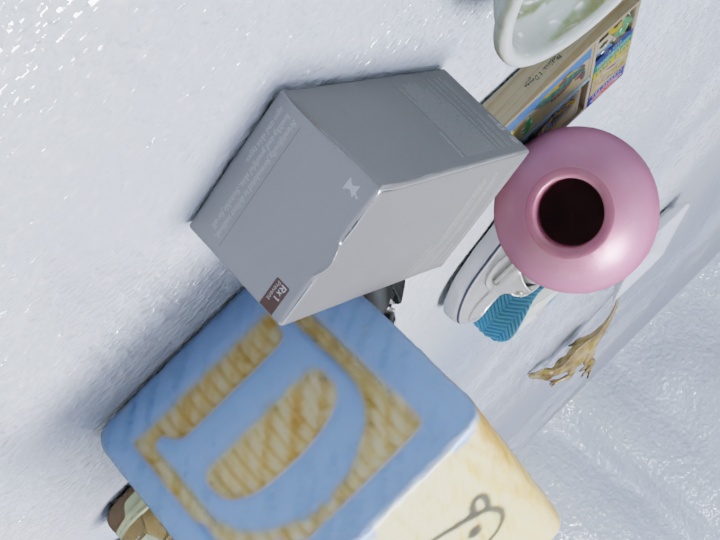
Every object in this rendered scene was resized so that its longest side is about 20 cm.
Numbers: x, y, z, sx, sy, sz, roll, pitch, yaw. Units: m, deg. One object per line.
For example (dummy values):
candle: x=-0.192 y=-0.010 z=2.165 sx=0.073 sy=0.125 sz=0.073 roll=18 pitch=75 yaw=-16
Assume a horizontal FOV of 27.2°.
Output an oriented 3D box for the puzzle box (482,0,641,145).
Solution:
puzzle box: x=0.128 y=-0.118 z=1.119 sx=0.200 sy=0.025 sz=0.133 roll=-43 pitch=166 yaw=-8

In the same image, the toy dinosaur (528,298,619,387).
toy dinosaur: x=0.340 y=0.120 z=2.260 sx=0.200 sy=0.058 sz=0.101 roll=-41 pitch=164 yaw=-14

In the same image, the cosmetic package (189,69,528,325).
cosmetic package: x=0.005 y=-0.048 z=0.865 sx=0.107 sy=0.090 sz=0.200 roll=-52 pitch=161 yaw=25

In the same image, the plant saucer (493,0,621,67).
plant saucer: x=0.136 y=-0.208 z=0.853 sx=0.200 sy=0.050 sz=0.200 roll=-41 pitch=165 yaw=-13

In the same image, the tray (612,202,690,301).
tray: x=0.403 y=-0.030 z=2.098 sx=0.107 sy=0.022 sz=0.200 roll=-40 pitch=165 yaw=-15

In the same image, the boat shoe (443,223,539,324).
boat shoe: x=0.146 y=-0.009 z=1.377 sx=0.072 sy=0.066 sz=0.200 roll=-26 pitch=156 yaw=-51

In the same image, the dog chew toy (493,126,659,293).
dog chew toy: x=0.172 y=-0.049 z=1.158 sx=0.125 sy=0.124 sz=0.200 roll=-48 pitch=174 yaw=13

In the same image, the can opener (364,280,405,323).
can opener: x=0.000 y=0.000 z=1.069 sx=0.200 sy=0.052 sz=0.067 roll=76 pitch=26 yaw=-75

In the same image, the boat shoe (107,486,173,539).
boat shoe: x=-0.096 y=0.153 z=1.140 sx=0.200 sy=0.076 sz=0.072 roll=-41 pitch=165 yaw=-16

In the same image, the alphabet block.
alphabet block: x=-0.015 y=0.139 z=0.983 sx=0.195 sy=0.196 sz=0.200 roll=-43 pitch=144 yaw=-2

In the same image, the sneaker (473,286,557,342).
sneaker: x=0.182 y=-0.017 z=1.462 sx=0.200 sy=0.077 sz=0.081 roll=-50 pitch=174 yaw=39
